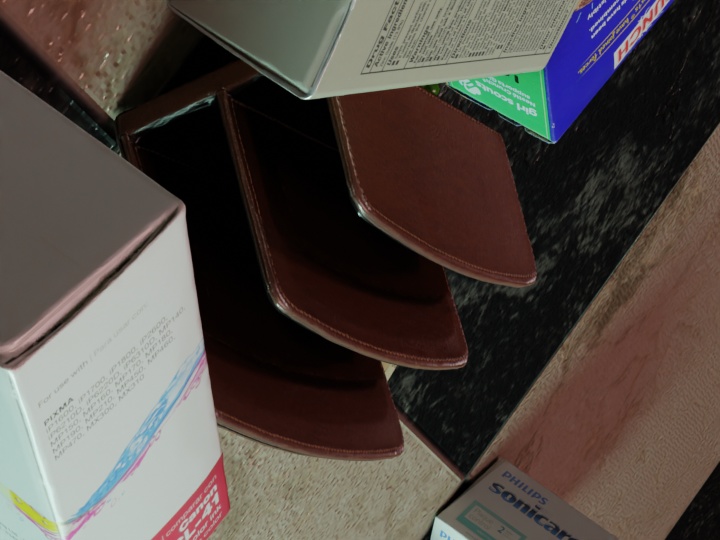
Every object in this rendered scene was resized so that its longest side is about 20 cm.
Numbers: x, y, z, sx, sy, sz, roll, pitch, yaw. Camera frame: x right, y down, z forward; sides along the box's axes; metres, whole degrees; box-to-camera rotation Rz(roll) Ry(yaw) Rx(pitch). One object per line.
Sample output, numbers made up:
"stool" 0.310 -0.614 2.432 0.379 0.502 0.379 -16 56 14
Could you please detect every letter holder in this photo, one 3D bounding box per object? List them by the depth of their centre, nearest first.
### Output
"letter holder" 0.000 0.000 0.911 0.100 0.143 0.200 -22 162 21

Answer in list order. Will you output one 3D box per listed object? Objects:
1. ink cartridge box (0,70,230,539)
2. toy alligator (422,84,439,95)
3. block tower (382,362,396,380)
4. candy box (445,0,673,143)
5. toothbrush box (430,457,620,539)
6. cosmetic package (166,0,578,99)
"ink cartridge box" -0.129 0.024 0.734 0.086 0.147 0.201 -44 155 -27
"toy alligator" 0.020 -0.104 0.976 0.059 0.054 0.200 -53 157 -6
"block tower" -0.039 0.026 1.033 0.058 0.054 0.200 -60 156 7
"candy box" 0.109 -0.184 1.019 0.169 0.077 0.200 -50 155 -17
"toothbrush box" 0.120 0.260 1.540 0.085 0.146 0.201 -37 151 -38
"cosmetic package" 0.023 -0.130 0.798 0.200 0.071 0.106 -13 132 -61
